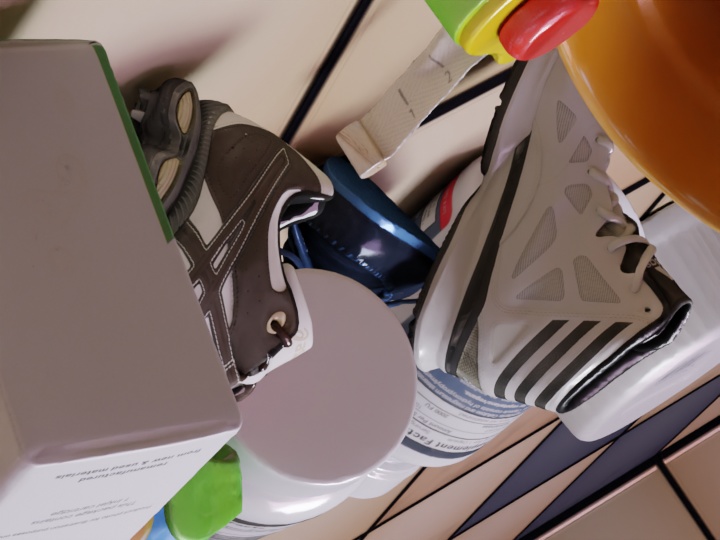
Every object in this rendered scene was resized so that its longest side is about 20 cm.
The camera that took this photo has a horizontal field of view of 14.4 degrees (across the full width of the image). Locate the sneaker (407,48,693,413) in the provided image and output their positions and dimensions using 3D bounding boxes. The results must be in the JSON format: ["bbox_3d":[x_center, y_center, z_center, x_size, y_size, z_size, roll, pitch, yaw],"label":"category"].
[{"bbox_3d":[0.110,-0.029,1.300,0.202,0.115,0.076,-68,164,-1],"label":"sneaker"}]

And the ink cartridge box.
[{"bbox_3d":[-0.137,0.038,0.947,0.083,0.147,0.200,-7,156,-36],"label":"ink cartridge box"}]

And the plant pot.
[{"bbox_3d":[0.207,-0.133,1.179,0.183,0.200,0.200,-46,175,-28],"label":"plant pot"}]

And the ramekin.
[{"bbox_3d":[0.206,0.037,2.066,0.200,0.098,0.201,-32,169,-7],"label":"ramekin"}]

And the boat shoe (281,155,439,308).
[{"bbox_3d":[0.000,0.000,1.357,0.069,0.084,0.200,-45,166,1],"label":"boat shoe"}]

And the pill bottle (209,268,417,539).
[{"bbox_3d":[-0.054,0.065,1.317,0.114,0.114,0.200,-29,179,-25],"label":"pill bottle"}]

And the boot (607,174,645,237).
[{"bbox_3d":[0.103,-0.002,1.666,0.095,0.074,0.200,-39,171,-11],"label":"boot"}]

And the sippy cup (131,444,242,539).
[{"bbox_3d":[-0.148,0.093,1.191,0.178,0.140,0.130,-40,166,23],"label":"sippy cup"}]

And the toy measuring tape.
[{"bbox_3d":[0.035,-0.095,1.108,0.073,0.074,0.200,-21,162,-48],"label":"toy measuring tape"}]

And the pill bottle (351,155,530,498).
[{"bbox_3d":[0.045,0.036,1.549,0.119,0.120,0.200,-20,163,-50],"label":"pill bottle"}]

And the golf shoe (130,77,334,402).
[{"bbox_3d":[-0.064,0.031,1.043,0.078,0.094,0.201,140,-32,-67],"label":"golf shoe"}]
